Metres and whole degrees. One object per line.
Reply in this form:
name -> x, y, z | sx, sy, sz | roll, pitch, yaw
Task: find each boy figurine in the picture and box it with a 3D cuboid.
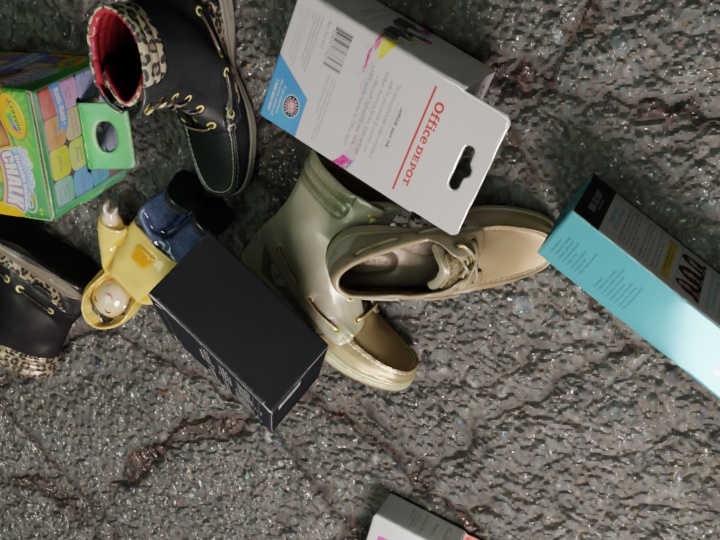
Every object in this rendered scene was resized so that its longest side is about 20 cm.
boy figurine -> -0.215, -0.015, 0.992 | 0.124, 0.065, 0.199 | 45, 122, -11

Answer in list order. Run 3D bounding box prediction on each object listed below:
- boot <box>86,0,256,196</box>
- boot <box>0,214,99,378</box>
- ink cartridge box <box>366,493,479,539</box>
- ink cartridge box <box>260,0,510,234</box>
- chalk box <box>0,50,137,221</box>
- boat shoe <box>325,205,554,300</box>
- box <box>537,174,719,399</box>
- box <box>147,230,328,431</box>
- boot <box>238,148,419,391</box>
boot -> -0.158, -0.143, 0.851 | 0.072, 0.154, 0.207 | 5, 115, 22
boot -> -0.384, 0.014, 1.081 | 0.198, 0.073, 0.152 | 30, 120, 1
ink cartridge box -> 0.074, 0.351, 1.043 | 0.171, 0.044, 0.203 | 24, 121, 15
ink cartridge box -> 0.028, -0.133, 0.812 | 0.199, 0.068, 0.116 | 34, 124, 14
chalk box -> -0.304, -0.129, 0.944 | 0.197, 0.124, 0.126 | 7, 117, 22
boat shoe -> 0.070, -0.007, 0.824 | 0.196, 0.065, 0.073 | -4, 113, -4
box -> 0.237, 0.016, 0.786 | 0.199, 0.082, 0.049 | 39, 124, 4
box -> -0.106, 0.062, 0.899 | 0.141, 0.079, 0.200 | 40, 167, 4
boot -> 0.000, 0.000, 0.898 | 0.199, 0.072, 0.155 | 40, 121, 3
